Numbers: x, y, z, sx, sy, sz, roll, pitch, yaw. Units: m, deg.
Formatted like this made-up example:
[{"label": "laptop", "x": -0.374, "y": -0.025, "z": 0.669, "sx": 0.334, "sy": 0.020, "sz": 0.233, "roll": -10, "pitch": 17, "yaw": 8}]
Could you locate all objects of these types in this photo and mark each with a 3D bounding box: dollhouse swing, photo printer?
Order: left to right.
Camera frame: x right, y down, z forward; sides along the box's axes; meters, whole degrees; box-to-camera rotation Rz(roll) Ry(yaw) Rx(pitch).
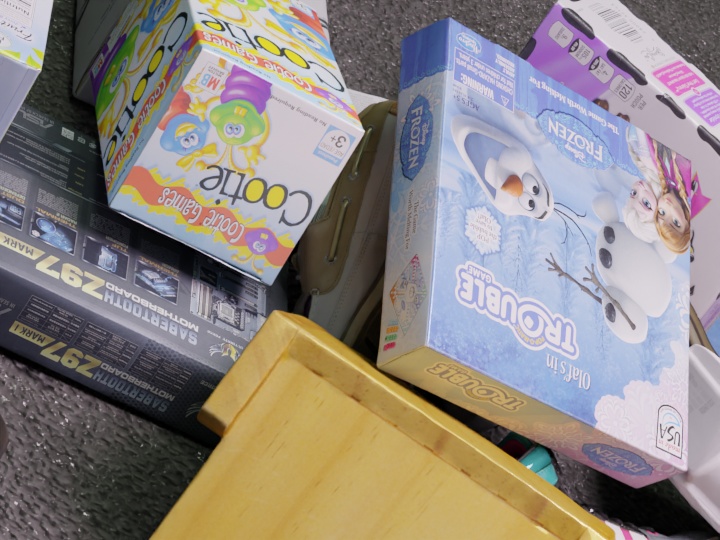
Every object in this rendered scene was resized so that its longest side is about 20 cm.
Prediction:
[{"label": "dollhouse swing", "x": -0.003, "y": 0.148, "z": 1.318, "sx": 0.200, "sy": 0.176, "sz": 0.182, "roll": 33, "pitch": 1, "yaw": 6}, {"label": "photo printer", "x": 0.252, "y": 0.146, "z": 1.541, "sx": 0.200, "sy": 0.069, "sz": 0.166, "roll": 46, "pitch": 6, "yaw": -15}]

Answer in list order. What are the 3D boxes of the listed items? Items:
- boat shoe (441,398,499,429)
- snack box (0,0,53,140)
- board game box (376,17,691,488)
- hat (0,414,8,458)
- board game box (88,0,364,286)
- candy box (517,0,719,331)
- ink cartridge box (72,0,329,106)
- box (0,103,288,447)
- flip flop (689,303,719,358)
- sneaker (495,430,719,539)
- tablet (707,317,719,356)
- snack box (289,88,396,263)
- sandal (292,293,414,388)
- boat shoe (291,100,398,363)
[{"label": "boat shoe", "x": 0.085, "y": 0.034, "z": 1.606, "sx": 0.066, "sy": 0.072, "sz": 0.200, "roll": 21, "pitch": 24, "yaw": -16}, {"label": "snack box", "x": -0.220, "y": -0.105, "z": 1.383, "sx": 0.068, "sy": 0.169, "sz": 0.200, "roll": 24, "pitch": 31, "yaw": -18}, {"label": "board game box", "x": 0.100, "y": -0.008, "z": 1.442, "sx": 0.200, "sy": 0.043, "sz": 0.199, "roll": 26, "pitch": 56, "yaw": -35}, {"label": "hat", "x": -0.262, "y": 0.056, "z": 1.200, "sx": 0.200, "sy": 0.081, "sz": 0.201, "roll": 34, "pitch": 25, "yaw": -19}, {"label": "board game box", "x": -0.078, "y": -0.094, "z": 1.480, "sx": 0.105, "sy": 0.103, "sz": 0.200, "roll": 26, "pitch": 18, "yaw": -19}, {"label": "candy box", "x": 0.169, "y": -0.054, "z": 1.713, "sx": 0.200, "sy": 0.168, "sz": 0.072, "roll": 42, "pitch": 30, "yaw": 13}, {"label": "ink cartridge box", "x": -0.100, "y": -0.162, "z": 1.676, "sx": 0.146, "sy": 0.083, "sz": 0.200, "roll": 25, "pitch": 30, "yaw": -19}, {"label": "box", "x": -0.134, "y": 0.000, "z": 1.440, "sx": 0.200, "sy": 0.051, "sz": 0.158, "roll": 26, "pitch": 30, "yaw": -18}, {"label": "flip flop", "x": 0.170, "y": 0.050, "z": 1.631, "sx": 0.058, "sy": 0.081, "sz": 0.200, "roll": -54, "pitch": 125, "yaw": -24}, {"label": "sneaker", "x": 0.114, "y": 0.144, "z": 1.465, "sx": 0.200, "sy": 0.084, "sz": 0.121, "roll": -9, "pitch": 61, "yaw": -50}, {"label": "tablet", "x": 0.265, "y": 0.054, "z": 1.814, "sx": 0.200, "sy": 0.014, "sz": 0.130, "roll": 47, "pitch": 32, "yaw": 22}, {"label": "snack box", "x": 0.059, "y": -0.034, "z": 1.557, "sx": 0.200, "sy": 0.037, "sz": 0.116, "roll": 16, "pitch": 52, "yaw": 7}, {"label": "sandal", "x": 0.010, "y": 0.014, "z": 1.569, "sx": 0.082, "sy": 0.050, "sz": 0.203, "roll": 29, "pitch": 32, "yaw": -8}, {"label": "boat shoe", "x": 0.000, "y": 0.000, "z": 1.480, "sx": 0.068, "sy": 0.200, "sz": 0.075, "roll": 19, "pitch": -13, "yaw": 24}]
